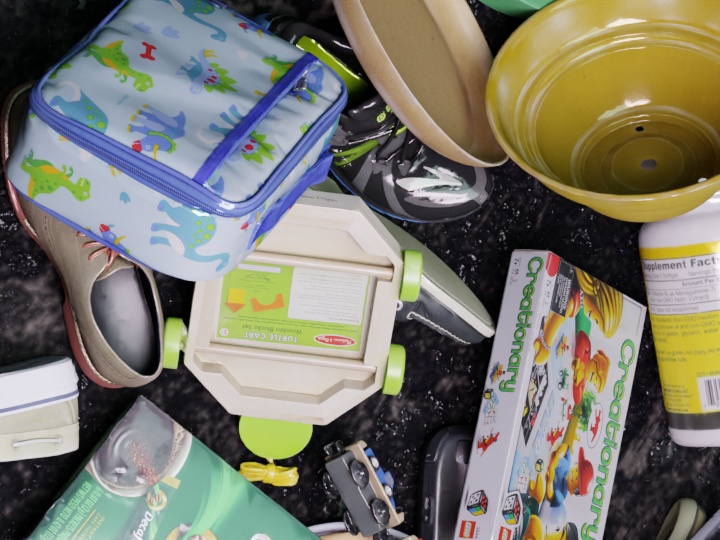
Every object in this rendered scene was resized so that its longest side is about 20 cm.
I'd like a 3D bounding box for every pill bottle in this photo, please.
[{"bbox_3d":[0.252,0.012,1.868,0.114,0.114,0.201,-11,94,-26],"label":"pill bottle"}]

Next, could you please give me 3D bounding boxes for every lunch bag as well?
[{"bbox_3d":[-0.103,-0.085,1.636,0.161,0.083,0.200,30,35,7],"label":"lunch bag"}]

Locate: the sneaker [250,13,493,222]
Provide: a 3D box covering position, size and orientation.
[{"bbox_3d":[0.006,-0.094,1.760,0.199,0.083,0.071,37,75,-23],"label":"sneaker"}]

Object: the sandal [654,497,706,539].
[{"bbox_3d":[0.166,0.232,1.857,0.057,0.080,0.201,35,66,-4],"label":"sandal"}]

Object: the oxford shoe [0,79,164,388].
[{"bbox_3d":[-0.161,-0.023,1.680,0.070,0.075,0.200,-26,101,-21],"label":"oxford shoe"}]

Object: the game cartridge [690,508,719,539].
[{"bbox_3d":[0.218,0.250,1.834,0.200,0.040,0.134,-37,142,-48],"label":"game cartridge"}]

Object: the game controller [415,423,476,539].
[{"bbox_3d":[0.082,0.203,1.833,0.104,0.042,0.201,4,89,-41],"label":"game controller"}]

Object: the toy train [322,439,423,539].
[{"bbox_3d":[0.033,0.194,1.745,0.200,0.034,0.046,62,33,-4],"label":"toy train"}]

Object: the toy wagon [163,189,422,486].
[{"bbox_3d":[-0.048,0.043,1.729,0.155,0.040,0.200,7,118,-5],"label":"toy wagon"}]

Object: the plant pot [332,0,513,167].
[{"bbox_3d":[0.033,-0.150,1.743,0.027,0.200,0.200,-29,108,22],"label":"plant pot"}]

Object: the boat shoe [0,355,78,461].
[{"bbox_3d":[-0.254,0.101,1.638,0.200,0.072,0.062,-14,94,-29],"label":"boat shoe"}]

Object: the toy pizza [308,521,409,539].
[{"bbox_3d":[-0.008,0.263,1.762,0.200,0.032,0.201,0,89,-14],"label":"toy pizza"}]

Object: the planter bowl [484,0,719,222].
[{"bbox_3d":[0.185,-0.093,1.778,0.200,0.200,0.084,-39,142,-21],"label":"planter bowl"}]

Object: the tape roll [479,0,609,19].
[{"bbox_3d":[0.132,-0.269,1.842,0.200,0.048,0.201,0,91,-27],"label":"tape roll"}]

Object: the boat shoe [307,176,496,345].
[{"bbox_3d":[0.000,0.001,1.771,0.199,0.075,0.066,34,105,-31],"label":"boat shoe"}]

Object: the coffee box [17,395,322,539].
[{"bbox_3d":[-0.098,0.185,1.707,0.200,0.044,0.123,41,74,-6],"label":"coffee box"}]

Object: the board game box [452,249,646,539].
[{"bbox_3d":[0.127,0.100,1.815,0.126,0.035,0.200,26,71,-49],"label":"board game box"}]
